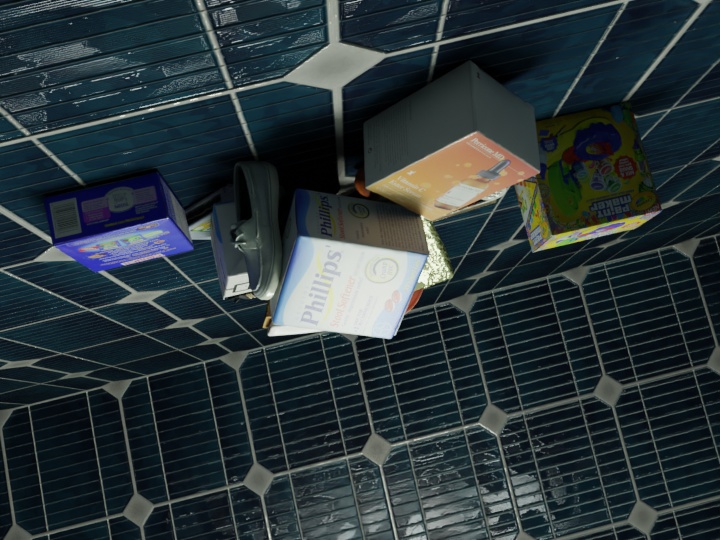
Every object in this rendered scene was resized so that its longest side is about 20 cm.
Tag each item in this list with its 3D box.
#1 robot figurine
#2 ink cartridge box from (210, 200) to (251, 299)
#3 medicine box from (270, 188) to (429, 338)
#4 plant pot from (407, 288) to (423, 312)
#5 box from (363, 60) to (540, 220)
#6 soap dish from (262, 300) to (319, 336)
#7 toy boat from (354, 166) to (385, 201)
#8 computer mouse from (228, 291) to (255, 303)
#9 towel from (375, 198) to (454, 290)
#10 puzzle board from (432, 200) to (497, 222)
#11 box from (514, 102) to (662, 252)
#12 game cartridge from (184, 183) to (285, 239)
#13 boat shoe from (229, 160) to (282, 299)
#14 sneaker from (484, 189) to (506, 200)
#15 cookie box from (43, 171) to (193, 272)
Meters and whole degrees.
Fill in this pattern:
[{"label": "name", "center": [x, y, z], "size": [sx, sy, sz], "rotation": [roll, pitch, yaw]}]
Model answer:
[{"label": "robot figurine", "center": [-0.078, -0.072, 1.368], "size": [0.148, 0.127, 0.200], "rotation": [-29, 170, 2]}, {"label": "ink cartridge box", "center": [-0.199, -0.030, 1.348], "size": [0.066, 0.119, 0.200], "rotation": [-11, 171, -14]}, {"label": "medicine box", "center": [-0.022, -0.006, 1.236], "size": [0.195, 0.104, 0.184], "rotation": [7, 132, -16]}, {"label": "plant pot", "center": [0.034, -0.014, 1.784], "size": [0.196, 0.205, 0.196], "rotation": [-14, 161, 4]}, {"label": "box", "center": [0.122, -0.170, 1.148], "size": [0.150, 0.109, 0.198], "rotation": [21, 149, -40]}, {"label": "soap dish", "center": [-0.115, 0.077, 1.643], "size": [0.153, 0.083, 0.200], "rotation": [-5, 171, -9]}, {"label": "toy boat", "center": [0.044, -0.127, 1.363], "size": [0.130, 0.130, 0.203], "rotation": [-37, 146, -31]}, {"label": "computer mouse", "center": [-0.133, 0.021, 1.496], "size": [0.196, 0.045, 0.109], "rotation": [-8, 175, -32]}, {"label": "towel", "center": [0.059, -0.036, 1.316], "size": [0.146, 0.037, 0.201], "rotation": [-21, 132, 14]}, {"label": "puzzle board", "center": [0.178, -0.134, 1.575], "size": [0.147, 0.018, 0.200], "rotation": [-17, -166, 9]}, {"label": "box", "center": [0.375, -0.156, 1.423], "size": [0.195, 0.197, 0.122], "rotation": [-13, 170, -7]}, {"label": "game cartridge", "center": [-0.222, -0.095, 1.395], "size": [0.198, 0.041, 0.132], "rotation": [-22, 171, 39]}, {"label": "boat shoe", "center": [-0.159, -0.060, 1.210], "size": [0.070, 0.206, 0.069], "rotation": [4, 168, -35]}, {"label": "sneaker", "center": [0.163, -0.192, 1.312], "size": [0.077, 0.081, 0.199], "rotation": [-19, 143, 30]}, {"label": "cookie box", "center": [-0.354, -0.067, 1.247], "size": [0.167, 0.077, 0.200], "rotation": [-14, 169, -4]}]
